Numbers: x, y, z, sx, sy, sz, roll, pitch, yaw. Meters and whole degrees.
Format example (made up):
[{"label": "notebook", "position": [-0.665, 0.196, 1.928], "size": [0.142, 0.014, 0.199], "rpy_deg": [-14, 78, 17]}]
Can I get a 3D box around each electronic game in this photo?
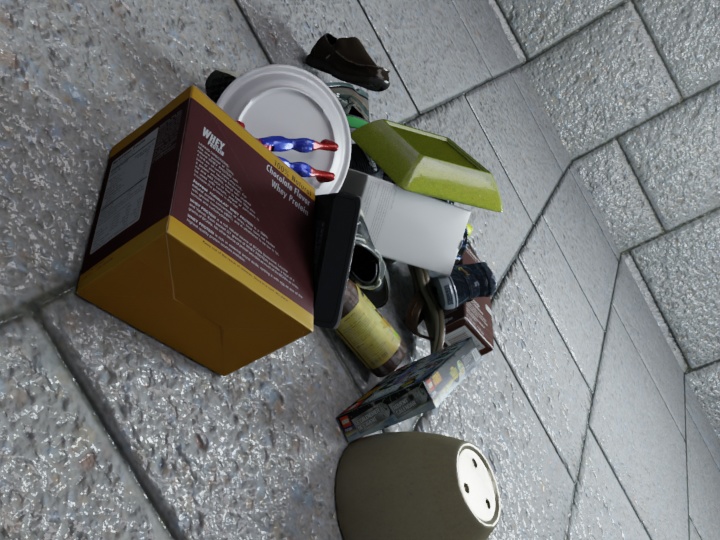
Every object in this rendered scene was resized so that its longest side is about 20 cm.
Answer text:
[{"label": "electronic game", "position": [0.002, -0.166, 1.235], "size": [0.198, 0.042, 0.202], "rpy_deg": [19, 50, -24]}]

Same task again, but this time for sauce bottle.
[{"label": "sauce bottle", "position": [-0.016, 0.054, 1.049], "size": [0.201, 0.064, 0.065], "rpy_deg": [51, 30, -19]}]

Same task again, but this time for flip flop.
[{"label": "flip flop", "position": [0.093, 0.061, 1.238], "size": [0.081, 0.057, 0.203], "rpy_deg": [95, -16, -59]}]

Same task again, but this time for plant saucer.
[{"label": "plant saucer", "position": [0.107, -0.171, 1.196], "size": [0.197, 0.048, 0.200], "rpy_deg": [9, 27, -32]}]

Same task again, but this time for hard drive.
[{"label": "hard drive", "position": [-0.048, -0.017, 0.903], "size": [0.032, 0.200, 0.142], "rpy_deg": [10, 92, -15]}]

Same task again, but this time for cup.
[{"label": "cup", "position": [0.085, 0.280, 0.947], "size": [0.200, 0.142, 0.202], "rpy_deg": [41, 34, -36]}]

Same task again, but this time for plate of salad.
[{"label": "plate of salad", "position": [-0.105, -0.163, 1.012], "size": [0.197, 0.048, 0.204], "rpy_deg": [-4, 99, -26]}]

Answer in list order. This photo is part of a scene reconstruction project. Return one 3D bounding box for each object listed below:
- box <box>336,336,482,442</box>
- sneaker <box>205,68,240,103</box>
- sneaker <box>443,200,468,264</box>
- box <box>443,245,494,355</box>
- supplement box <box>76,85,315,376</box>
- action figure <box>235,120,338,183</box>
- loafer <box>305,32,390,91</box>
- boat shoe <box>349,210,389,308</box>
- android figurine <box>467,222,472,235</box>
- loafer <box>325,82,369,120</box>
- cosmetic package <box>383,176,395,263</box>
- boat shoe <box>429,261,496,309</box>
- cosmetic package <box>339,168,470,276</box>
[{"label": "box", "position": [0.070, 0.154, 1.036], "size": [0.040, 0.136, 0.199], "rpy_deg": [63, 27, 2]}, {"label": "sneaker", "position": [-0.139, -0.204, 1.079], "size": [0.199, 0.070, 0.094], "rpy_deg": [39, 13, -29]}, {"label": "sneaker", "position": [0.130, -0.091, 1.333], "size": [0.077, 0.075, 0.202], "rpy_deg": [41, -28, 53]}, {"label": "box", "position": [0.181, 0.053, 1.384], "size": [0.100, 0.074, 0.202], "rpy_deg": [44, 31, -31]}, {"label": "supplement box", "position": [-0.157, -0.037, 0.811], "size": [0.197, 0.132, 0.202], "rpy_deg": [38, 37, -39]}, {"label": "action figure", "position": [-0.129, -0.144, 0.947], "size": [0.198, 0.098, 0.066], "rpy_deg": [1, 98, -49]}, {"label": "loafer", "position": [-0.021, -0.348, 1.277], "size": [0.072, 0.072, 0.199], "rpy_deg": [6, 20, -45]}, {"label": "boat shoe", "position": [0.000, 0.000, 1.072], "size": [0.201, 0.071, 0.068], "rpy_deg": [68, 1, -51]}, {"label": "android figurine", "position": [0.143, -0.123, 1.455], "size": [0.199, 0.041, 0.183], "rpy_deg": [28, 21, -45]}, {"label": "loafer", "position": [-0.030, -0.272, 1.306], "size": [0.199, 0.071, 0.064], "rpy_deg": [-17, 87, -64]}, {"label": "cosmetic package", "position": [0.042, -0.118, 1.314], "size": [0.082, 0.050, 0.202], "rpy_deg": [39, 36, -39]}, {"label": "boat shoe", "position": [0.158, 0.021, 1.272], "size": [0.200, 0.089, 0.072], "rpy_deg": [-131, -152, -79]}, {"label": "cosmetic package", "position": [0.055, -0.071, 1.155], "size": [0.198, 0.109, 0.085], "rpy_deg": [16, 6, -34]}]
